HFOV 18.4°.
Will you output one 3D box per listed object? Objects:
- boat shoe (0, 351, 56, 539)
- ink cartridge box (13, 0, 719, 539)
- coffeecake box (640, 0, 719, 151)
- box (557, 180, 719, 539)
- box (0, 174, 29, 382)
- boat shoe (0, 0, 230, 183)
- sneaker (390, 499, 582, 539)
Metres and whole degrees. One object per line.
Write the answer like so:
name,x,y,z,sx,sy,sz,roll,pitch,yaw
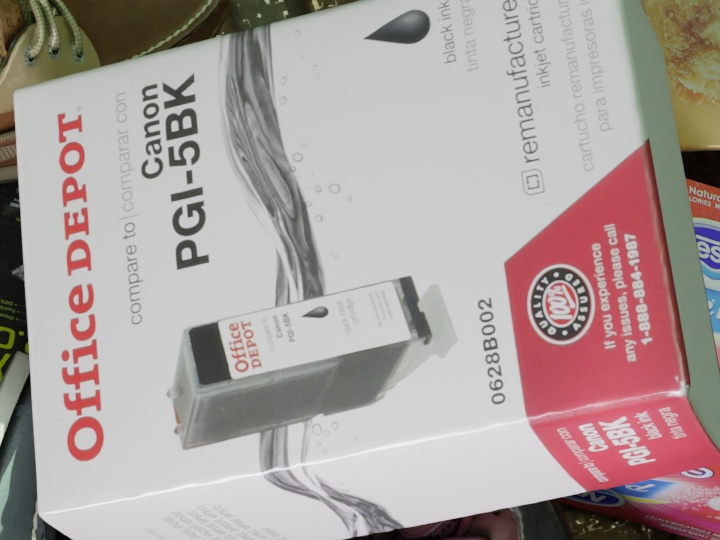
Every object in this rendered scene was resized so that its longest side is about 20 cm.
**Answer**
boat shoe,-0.110,0.128,0.702,0.061,0.073,0.201,12,81,-9
ink cartridge box,0.000,0.000,0.685,0.199,0.083,0.148,-13,69,14
coffeecake box,0.139,-0.122,0.822,0.199,0.073,0.155,-2,94,15
box,0.091,0.026,0.806,0.199,0.095,0.100,15,67,-14
box,-0.159,-0.027,0.772,0.199,0.044,0.161,14,66,-15
boat shoe,-0.124,-0.068,0.733,0.199,0.074,0.076,-31,82,-28
sneaker,0.001,0.113,0.737,0.199,0.075,0.116,7,83,-39
